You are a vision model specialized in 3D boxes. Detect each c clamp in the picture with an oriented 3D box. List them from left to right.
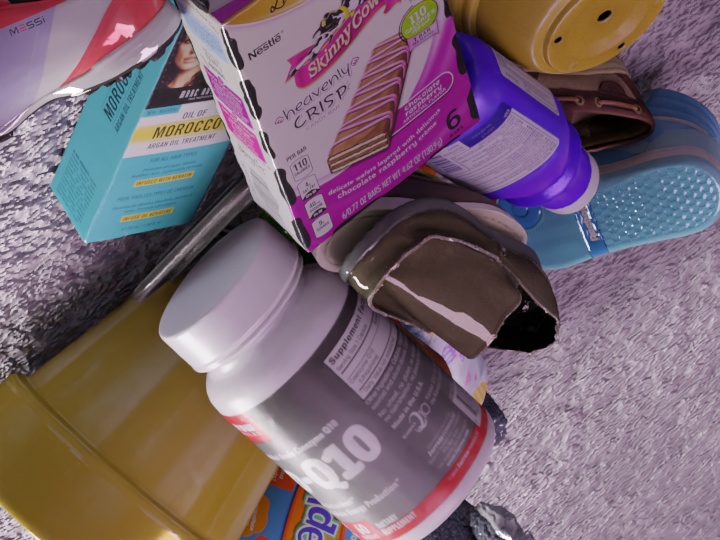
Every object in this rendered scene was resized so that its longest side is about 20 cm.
[{"bbox_3d":[-0.060,-0.055,1.590,0.200,0.027,0.171,-42,-177,33],"label":"c clamp"}]

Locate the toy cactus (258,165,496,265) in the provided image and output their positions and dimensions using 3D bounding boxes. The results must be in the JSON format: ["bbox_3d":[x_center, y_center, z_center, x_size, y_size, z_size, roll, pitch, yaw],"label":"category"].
[{"bbox_3d":[0.000,0.000,1.715,0.200,0.102,0.165,-10,138,-53],"label":"toy cactus"}]

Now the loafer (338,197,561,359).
[{"bbox_3d":[0.065,0.010,1.550,0.075,0.070,0.200,-50,148,21],"label":"loafer"}]

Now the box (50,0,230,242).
[{"bbox_3d":[-0.109,-0.104,1.484,0.082,0.049,0.200,-13,147,-37],"label":"box"}]

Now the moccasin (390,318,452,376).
[{"bbox_3d":[0.029,0.084,1.728,0.073,0.078,0.202,-18,157,3],"label":"moccasin"}]

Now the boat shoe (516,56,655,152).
[{"bbox_3d":[0.118,-0.096,1.729,0.199,0.072,0.072,-12,146,-37],"label":"boat shoe"}]

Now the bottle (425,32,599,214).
[{"bbox_3d":[0.089,-0.086,1.613,0.083,0.066,0.200,-29,152,22],"label":"bottle"}]

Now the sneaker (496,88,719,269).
[{"bbox_3d":[0.170,-0.070,1.833,0.199,0.131,0.080,-6,122,17],"label":"sneaker"}]

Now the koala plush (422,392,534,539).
[{"bbox_3d":[0.042,0.198,1.987,0.177,0.200,0.183,-43,152,19],"label":"koala plush"}]

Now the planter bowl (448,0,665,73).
[{"bbox_3d":[0.134,-0.184,1.589,0.200,0.084,0.201,-27,153,-15],"label":"planter bowl"}]

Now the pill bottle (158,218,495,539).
[{"bbox_3d":[-0.022,0.070,1.565,0.114,0.114,0.200,-42,109,16],"label":"pill bottle"}]

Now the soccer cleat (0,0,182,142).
[{"bbox_3d":[-0.195,-0.113,1.373,0.199,0.068,0.073,-27,113,16],"label":"soccer cleat"}]

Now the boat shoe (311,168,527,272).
[{"bbox_3d":[0.029,-0.032,1.585,0.199,0.060,0.072,5,130,-50],"label":"boat shoe"}]

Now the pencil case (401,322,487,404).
[{"bbox_3d":[0.042,0.049,1.864,0.083,0.091,0.200,-32,154,-4],"label":"pencil case"}]

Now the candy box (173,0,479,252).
[{"bbox_3d":[-0.016,-0.123,1.425,0.136,0.061,0.200,-38,142,-13],"label":"candy box"}]

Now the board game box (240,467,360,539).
[{"bbox_3d":[-0.059,0.176,1.734,0.045,0.199,0.153,23,83,-50],"label":"board game box"}]

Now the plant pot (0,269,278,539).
[{"bbox_3d":[-0.134,0.106,1.670,0.189,0.201,0.201,-50,153,-3],"label":"plant pot"}]
